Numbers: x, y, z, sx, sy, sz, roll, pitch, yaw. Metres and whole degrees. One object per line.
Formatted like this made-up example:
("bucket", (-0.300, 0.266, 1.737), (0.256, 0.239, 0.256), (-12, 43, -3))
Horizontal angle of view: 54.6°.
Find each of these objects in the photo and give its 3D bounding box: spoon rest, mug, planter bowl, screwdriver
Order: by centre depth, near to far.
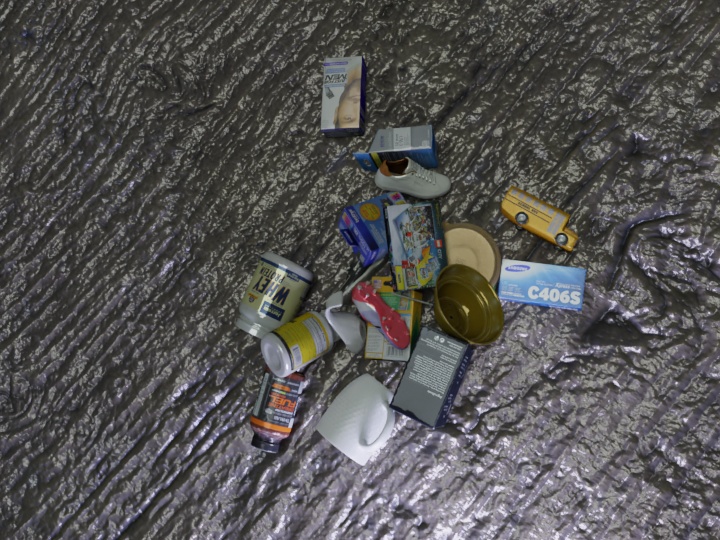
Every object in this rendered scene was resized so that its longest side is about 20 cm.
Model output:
("planter bowl", (0.231, 0.094, 1.613), (0.083, 0.198, 0.203), (-43, 68, 46))
("mug", (0.012, 0.347, 1.630), (0.147, 0.199, 0.176), (40, 82, -27))
("screwdriver", (0.160, 0.081, 1.667), (0.028, 0.197, 0.029), (-56, 34, 35))
("spoon rest", (-0.036, 0.124, 1.679), (0.060, 0.201, 0.101), (-10, 50, 17))

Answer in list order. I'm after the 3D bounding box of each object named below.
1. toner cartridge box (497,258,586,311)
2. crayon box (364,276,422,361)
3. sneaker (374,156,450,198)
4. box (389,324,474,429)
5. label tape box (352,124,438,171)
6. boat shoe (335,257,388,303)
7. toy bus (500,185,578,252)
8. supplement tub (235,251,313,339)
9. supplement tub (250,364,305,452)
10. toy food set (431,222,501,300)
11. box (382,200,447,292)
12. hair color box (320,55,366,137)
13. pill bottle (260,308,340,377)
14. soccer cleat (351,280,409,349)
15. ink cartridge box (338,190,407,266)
("toner cartridge box", (0.431, 0.034, 1.664), (0.196, 0.043, 0.097), (7, 80, 14))
("crayon box", (0.083, 0.119, 1.708), (0.124, 0.051, 0.204), (0, 80, 31))
("sneaker", (0.139, -0.232, 1.727), (0.196, 0.085, 0.074), (3, 56, -14))
("box", (0.168, 0.246, 1.605), (0.116, 0.197, 0.203), (21, 85, 16))
("label tape box", (0.091, -0.304, 1.753), (0.196, 0.143, 0.067), (0, 79, 13))
("boat shoe", (0.000, 0.000, 1.755), (0.060, 0.074, 0.200), (43, 88, 16))
("toy bus", (0.434, -0.121, 1.682), (0.198, 0.065, 0.079), (31, 86, 17))
("supplement tub", (-0.218, 0.070, 1.754), (0.143, 0.145, 0.203), (23, 85, 16))
("supplement tub", (-0.209, 0.340, 1.723), (0.105, 0.107, 0.203), (13, 83, 15))
("toy food set", (0.243, -0.016, 1.699), (0.196, 0.049, 0.202), (3, 92, 15))
("box", (0.133, -0.057, 1.651), (0.134, 0.038, 0.204), (-7, 89, -16))
("hair color box", (-0.044, -0.462, 1.857), (0.107, 0.065, 0.204), (0, 81, 12))
("pill bottle", (-0.134, 0.167, 1.694), (0.198, 0.112, 0.112), (-25, 71, -34))
("soccer cleat", (0.047, 0.114, 1.673), (0.066, 0.077, 0.201), (-26, 66, -33))
("ink cartridge box", (0.037, -0.101, 1.710), (0.198, 0.077, 0.137), (-23, 68, -26))
